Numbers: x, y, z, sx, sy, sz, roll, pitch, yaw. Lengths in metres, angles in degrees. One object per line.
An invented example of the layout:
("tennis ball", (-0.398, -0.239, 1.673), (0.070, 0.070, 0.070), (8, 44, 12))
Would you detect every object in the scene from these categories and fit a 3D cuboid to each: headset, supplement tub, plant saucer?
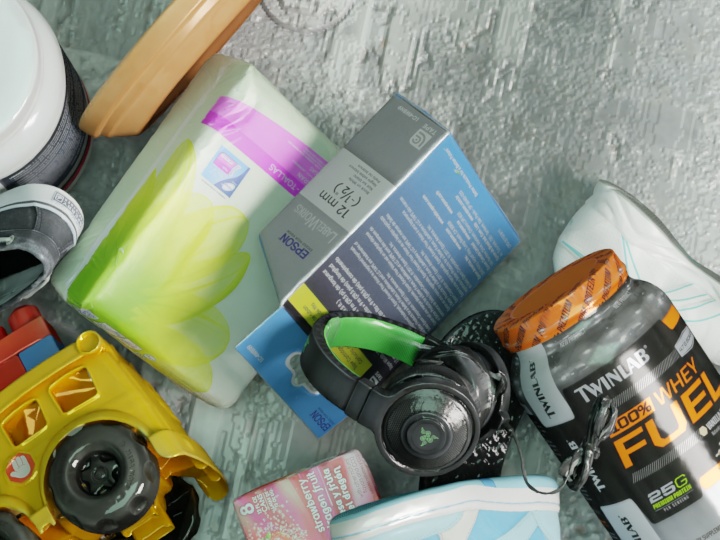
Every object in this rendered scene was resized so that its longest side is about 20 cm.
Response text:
("headset", (0.060, 0.074, 1.238), (0.200, 0.123, 0.094), (30, 112, 14))
("supplement tub", (0.182, 0.093, 1.304), (0.122, 0.123, 0.200), (-36, 97, -5))
("plant saucer", (-0.114, -0.162, 1.335), (0.037, 0.200, 0.200), (42, 84, -4))
("supplement tub", (-0.262, -0.115, 1.326), (0.140, 0.200, 0.141), (0, 81, 1))

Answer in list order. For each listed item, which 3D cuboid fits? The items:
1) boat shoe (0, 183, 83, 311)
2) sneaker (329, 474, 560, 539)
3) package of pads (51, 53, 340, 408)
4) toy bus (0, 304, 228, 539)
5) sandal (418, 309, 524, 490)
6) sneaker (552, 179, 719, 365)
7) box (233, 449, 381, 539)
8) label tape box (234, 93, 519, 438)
("boat shoe", (-0.268, 0.007, 1.324), (0.072, 0.200, 0.068), (48, 41, -28))
("sneaker", (0.068, 0.202, 1.251), (0.200, 0.079, 0.131), (0, 75, -45))
("package of pads", (-0.095, -0.023, 1.341), (0.154, 0.068, 0.200), (41, 81, -36))
("toy bus", (-0.221, 0.129, 1.330), (0.200, 0.136, 0.192), (-35, 69, -2))
("sandal", (0.068, 0.123, 1.360), (0.075, 0.048, 0.201), (9, 94, -13))
("sneaker", (0.220, 0.028, 1.370), (0.200, 0.070, 0.080), (42, 100, 9))
("box", (-0.006, 0.229, 1.317), (0.095, 0.100, 0.200), (-22, 82, -3))
("label tape box", (0.000, 0.000, 1.328), (0.200, 0.143, 0.066), (-44, 51, -5))
